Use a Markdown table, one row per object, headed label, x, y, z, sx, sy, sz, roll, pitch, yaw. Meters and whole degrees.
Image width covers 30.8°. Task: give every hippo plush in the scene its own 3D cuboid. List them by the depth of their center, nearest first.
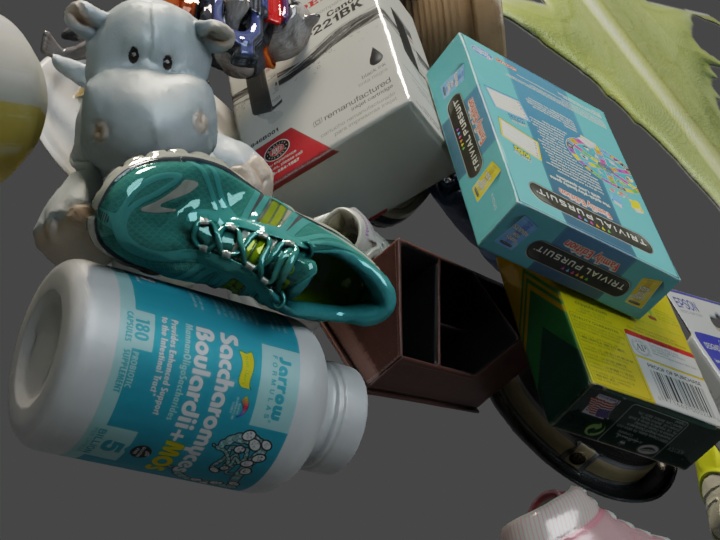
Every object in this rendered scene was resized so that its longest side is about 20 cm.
| label | x | y | z | sx | sy | sz | roll | pitch | yaw |
| --- | --- | --- | --- | --- | --- | --- | --- | --- | --- |
| hippo plush | -0.118 | -0.094 | 0.835 | 0.159 | 0.161 | 0.200 | 8 | 57 | -16 |

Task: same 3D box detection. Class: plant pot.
| label | x | y | z | sx | sy | sz | roll | pitch | yaw |
| --- | --- | --- | --- | --- | --- | --- | --- | --- | --- |
| plant pot | 0.078 | -0.203 | 1.219 | 0.092 | 0.201 | 0.201 | -4 | 44 | -1 |

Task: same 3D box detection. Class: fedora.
| label | x | y | z | sx | sy | sz | roll | pitch | yaw |
| --- | --- | --- | --- | --- | --- | --- | --- | --- | --- |
| fedora | 0.194 | 0.084 | 1.044 | 0.200 | 0.092 | 0.201 | 26 | 36 | -20 |

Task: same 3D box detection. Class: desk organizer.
| label | x | y | z | sx | sy | sz | roll | pitch | yaw |
| --- | --- | --- | --- | --- | --- | --- | --- | --- | --- |
| desk organizer | 0.055 | 0.043 | 0.917 | 0.072 | 0.077 | 0.200 | 56 | 16 | 23 |

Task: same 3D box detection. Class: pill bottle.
| label | x | y | z | sx | sy | sz | roll | pitch | yaw |
| --- | --- | --- | --- | --- | --- | --- | --- | --- | --- |
| pill bottle | -0.096 | 0.069 | 0.775 | 0.200 | 0.111 | 0.111 | 16 | 40 | -29 |

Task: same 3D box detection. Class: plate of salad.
| label | x | y | z | sx | sy | sz | roll | pitch | yaw |
| --- | --- | --- | --- | --- | --- | --- | --- | --- | --- |
| plate of salad | -0.150 | -0.105 | 0.978 | 0.200 | 0.048 | 0.200 | 26 | 36 | -21 |

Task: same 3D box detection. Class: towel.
| label | x | y | z | sx | sy | sz | roll | pitch | yaw |
| --- | --- | --- | --- | --- | --- | --- | --- | --- | --- |
| towel | 0.100 | -0.065 | 1.096 | 0.200 | 0.048 | 0.112 | 41 | 34 | -58 |

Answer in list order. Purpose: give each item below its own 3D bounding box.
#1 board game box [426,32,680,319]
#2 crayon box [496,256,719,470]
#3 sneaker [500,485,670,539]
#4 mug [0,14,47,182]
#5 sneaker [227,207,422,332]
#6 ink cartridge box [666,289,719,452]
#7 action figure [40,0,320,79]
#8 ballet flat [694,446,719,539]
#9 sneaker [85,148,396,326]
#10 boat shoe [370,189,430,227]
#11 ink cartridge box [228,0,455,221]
| label | x | y | z | sx | sy | sz | roll | pitch | yaw |
| --- | --- | --- | --- | --- | --- | --- | --- | --- | --- |
| board game box | 0.135 | -0.071 | 0.952 | 0.151 | 0.047 | 0.200 | 23 | 35 | -28 |
| crayon box | 0.174 | 0.040 | 0.947 | 0.127 | 0.051 | 0.200 | 20 | 36 | -26 |
| sneaker | 0.179 | 0.196 | 0.920 | 0.200 | 0.075 | 0.105 | -1 | 56 | -38 |
| mug | -0.279 | -0.090 | 0.794 | 0.149 | 0.187 | 0.153 | 20 | 12 | 33 |
| sneaker | 0.000 | 0.000 | 0.954 | 0.200 | 0.100 | 0.075 | -10 | 55 | -50 |
| ink cartridge box | 0.316 | 0.114 | 1.046 | 0.197 | 0.047 | 0.200 | 13 | 40 | -54 |
| action figure | -0.127 | -0.208 | 0.995 | 0.193 | 0.105 | 0.200 | 11 | 50 | -6 |
| ballet flat | 0.321 | 0.214 | 1.051 | 0.067 | 0.067 | 0.200 | -19 | 64 | -30 |
| sneaker | -0.061 | -0.014 | 0.759 | 0.200 | 0.078 | 0.080 | 18 | 7 | -35 |
| boat shoe | 0.016 | -0.093 | 1.107 | 0.075 | 0.062 | 0.200 | 23 | 35 | -20 |
| ink cartridge box | -0.020 | -0.132 | 1.024 | 0.084 | 0.144 | 0.200 | 47 | 20 | -40 |
